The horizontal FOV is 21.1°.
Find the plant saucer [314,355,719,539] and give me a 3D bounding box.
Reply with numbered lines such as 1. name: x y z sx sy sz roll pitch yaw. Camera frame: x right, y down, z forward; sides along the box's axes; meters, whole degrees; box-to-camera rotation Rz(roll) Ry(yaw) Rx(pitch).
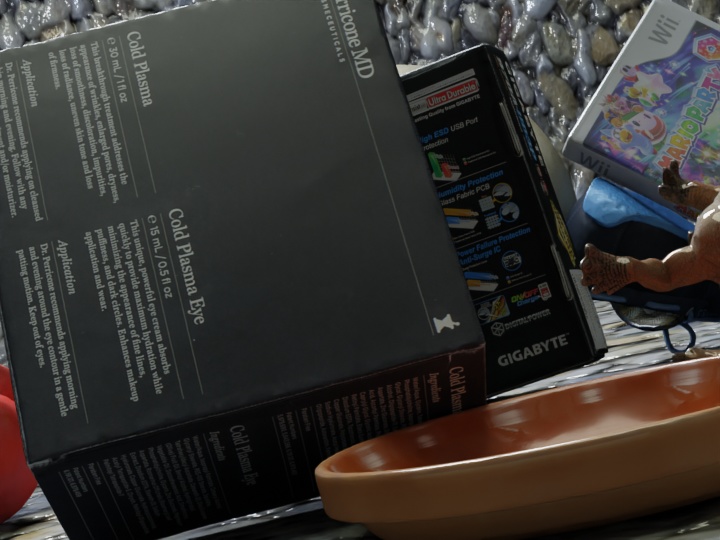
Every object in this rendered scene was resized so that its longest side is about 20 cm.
1. plant saucer: 0.084 0.061 0.676 0.200 0.032 0.200 -12 0 0

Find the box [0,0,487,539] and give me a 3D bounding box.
1. box: -0.058 -0.006 0.817 0.182 0.200 0.104 -14 -29 -2

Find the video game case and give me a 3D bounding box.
1. video game case: 0.227 -0.066 1.069 0.143 0.200 0.018 -55 -11 -39

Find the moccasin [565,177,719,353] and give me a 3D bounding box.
1. moccasin: 0.163 -0.001 1.096 0.200 0.068 0.080 21 15 -49

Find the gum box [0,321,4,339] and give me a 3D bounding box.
1. gum box: -0.208 0.074 1.549 0.066 0.114 0.200 -13 1 -37

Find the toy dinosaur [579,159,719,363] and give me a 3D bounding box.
1. toy dinosaur: 0.180 0.006 0.771 0.135 0.086 0.200 7 -29 34

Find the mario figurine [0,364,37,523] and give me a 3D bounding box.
1. mario figurine: -0.219 0.084 1.081 0.123 0.106 0.200 -49 4 -17

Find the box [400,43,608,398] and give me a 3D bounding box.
1. box: 0.000 0.000 0.937 0.200 0.159 0.046 -21 -6 14

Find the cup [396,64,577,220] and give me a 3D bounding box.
1. cup: 0.016 0.005 1.044 0.200 0.201 0.143 -13 20 14
